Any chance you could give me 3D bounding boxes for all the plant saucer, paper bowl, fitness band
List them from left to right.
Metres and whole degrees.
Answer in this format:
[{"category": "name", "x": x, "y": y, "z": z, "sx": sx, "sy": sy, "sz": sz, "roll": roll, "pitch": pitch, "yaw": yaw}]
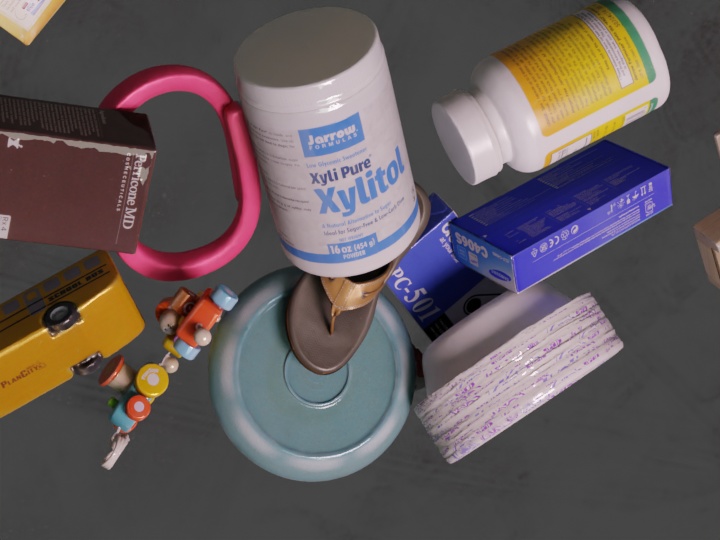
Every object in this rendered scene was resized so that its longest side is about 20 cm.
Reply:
[{"category": "fitness band", "x": -0.161, "y": -0.083, "z": 1.540, "sx": 0.142, "sy": 0.037, "sz": 0.202, "roll": -18, "pitch": 126, "yaw": -13}, {"category": "plant saucer", "x": -0.042, "y": 0.093, "z": 1.643, "sx": 0.198, "sy": 0.027, "sz": 0.203, "roll": 1, "pitch": 84, "yaw": -12}, {"category": "paper bowl", "x": 0.138, "y": 0.084, "z": 1.660, "sx": 0.200, "sy": 0.105, "sz": 0.201, "roll": -32, "pitch": 171, "yaw": -5}]

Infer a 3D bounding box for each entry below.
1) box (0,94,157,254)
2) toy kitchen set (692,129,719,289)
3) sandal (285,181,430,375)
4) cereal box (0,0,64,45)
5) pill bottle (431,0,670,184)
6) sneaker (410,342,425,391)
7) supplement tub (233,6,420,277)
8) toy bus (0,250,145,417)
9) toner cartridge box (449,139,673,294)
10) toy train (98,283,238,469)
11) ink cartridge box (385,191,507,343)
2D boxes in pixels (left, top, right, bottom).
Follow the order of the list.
[{"category": "box", "x": -0.272, "y": -0.081, "z": 1.436, "sx": 0.198, "sy": 0.075, "sz": 0.101, "roll": 5, "pitch": 118, "yaw": -19}, {"category": "toy kitchen set", "x": 0.456, "y": -0.064, "z": 1.772, "sx": 0.199, "sy": 0.180, "sz": 0.164, "roll": -33, "pitch": 128, "yaw": -9}, {"category": "sandal", "x": 0.000, "y": 0.000, "z": 1.616, "sx": 0.081, "sy": 0.055, "sz": 0.201, "roll": 37, "pitch": 80, "yaw": 0}, {"category": "cereal box", "x": -0.285, "y": -0.283, "z": 1.343, "sx": 0.144, "sy": 0.040, "sz": 0.200, "roll": -48, "pitch": 128, "yaw": 7}, {"category": "pill bottle", "x": 0.169, "y": -0.158, "z": 1.610, "sx": 0.199, "sy": 0.113, "sz": 0.113, "roll": -28, "pitch": 129, "yaw": -9}, {"category": "sneaker", "x": -0.028, "y": 0.111, "z": 1.713, "sx": 0.198, "sy": 0.078, "sz": 0.083, "roll": -8, "pitch": 128, "yaw": -12}, {"category": "supplement tub", "x": -0.027, "y": -0.108, "z": 1.529, "sx": 0.131, "sy": 0.132, "sz": 0.201, "roll": -24, "pitch": 129, "yaw": -11}, {"category": "toy bus", "x": -0.288, "y": 0.065, "z": 1.538, "sx": 0.199, "sy": 0.078, "sz": 0.065, "roll": -29, "pitch": 130, "yaw": -7}, {"category": "toner cartridge box", "x": 0.190, "y": -0.053, "z": 1.670, "sx": 0.199, "sy": 0.095, "sz": 0.044, "roll": -28, "pitch": 124, "yaw": -25}, {"category": "toy train", "x": -0.181, "y": 0.074, "z": 1.573, "sx": 0.055, "sy": 0.150, "sz": 0.201, "roll": 37, "pitch": 106, "yaw": -6}, {"category": "ink cartridge box", "x": 0.091, "y": 0.024, "z": 1.730, "sx": 0.094, "sy": 0.044, "sz": 0.200, "roll": -39, "pitch": 129, "yaw": -1}]
